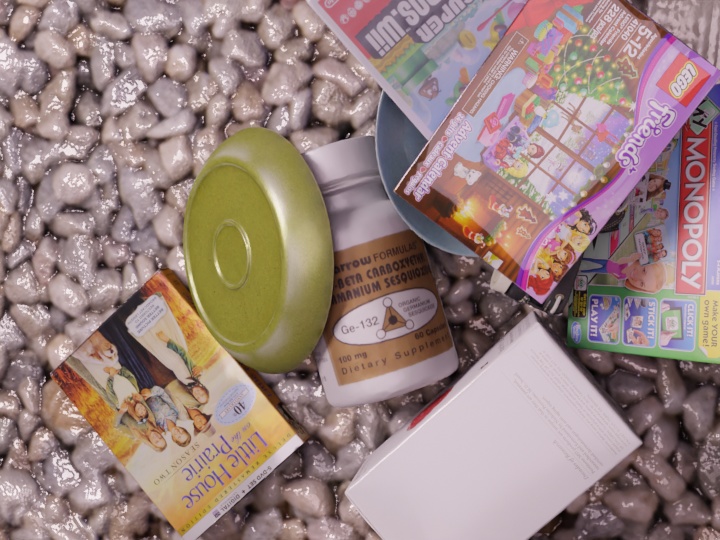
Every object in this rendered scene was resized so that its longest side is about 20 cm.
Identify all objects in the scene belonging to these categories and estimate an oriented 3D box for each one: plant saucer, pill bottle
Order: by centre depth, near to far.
[{"bbox_3d":[0.095,-0.113,0.766,0.199,0.039,0.203,-6,104,-24],"label":"plant saucer"},{"bbox_3d":[-0.094,-0.014,0.771,0.199,0.031,0.202,12,106,49],"label":"plant saucer"},{"bbox_3d":[0.000,0.000,0.777,0.113,0.114,0.202,-17,90,9],"label":"pill bottle"}]

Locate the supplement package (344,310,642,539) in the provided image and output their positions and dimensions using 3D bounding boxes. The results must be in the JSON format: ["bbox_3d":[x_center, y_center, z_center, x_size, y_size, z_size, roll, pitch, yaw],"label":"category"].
[{"bbox_3d":[0.104,0.145,0.764,0.200,0.121,0.120,-43,86,8],"label":"supplement package"}]

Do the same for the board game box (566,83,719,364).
[{"bbox_3d":[0.226,-0.036,0.731,0.134,0.029,0.202,2,90,47],"label":"board game box"}]

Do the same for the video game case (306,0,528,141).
[{"bbox_3d":[0.076,-0.171,0.689,0.143,0.017,0.200,-41,116,9],"label":"video game case"}]

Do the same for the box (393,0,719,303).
[{"bbox_3d":[0.135,-0.097,0.675,0.136,0.039,0.201,36,105,2],"label":"box"}]

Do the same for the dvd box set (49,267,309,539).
[{"bbox_3d":[-0.162,0.121,0.850,0.146,0.029,0.200,-41,86,8],"label":"dvd box set"}]

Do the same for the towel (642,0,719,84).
[{"bbox_3d":[0.285,-0.130,0.768,0.131,0.034,0.202,7,94,7],"label":"towel"}]

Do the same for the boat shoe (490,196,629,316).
[{"bbox_3d":[0.174,-0.059,0.733,0.067,0.072,0.201,28,105,3],"label":"boat shoe"}]
